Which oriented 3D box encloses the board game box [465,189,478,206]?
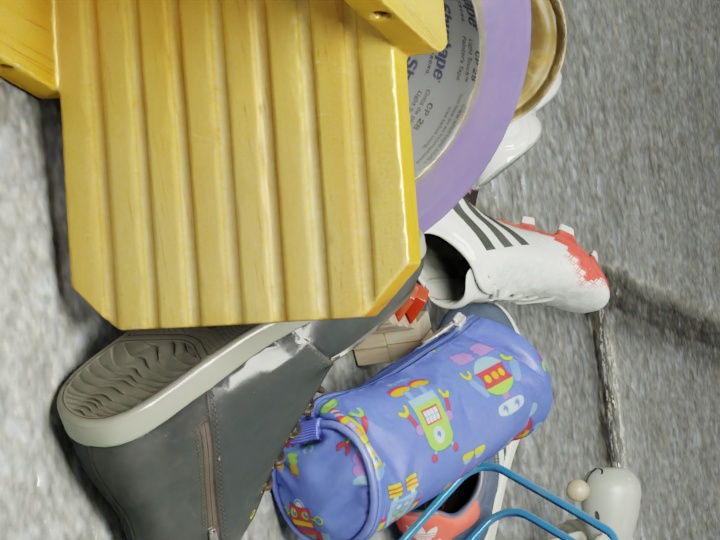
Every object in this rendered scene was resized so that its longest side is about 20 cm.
[{"bbox_3d":[0.036,-0.137,1.326,0.136,0.035,0.200,-75,148,-43],"label":"board game box"}]

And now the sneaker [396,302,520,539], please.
[{"bbox_3d":[0.062,0.092,1.256,0.085,0.075,0.200,60,31,-51],"label":"sneaker"}]

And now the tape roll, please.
[{"bbox_3d":[-0.015,-0.109,0.992,0.200,0.085,0.200,-19,124,-31],"label":"tape roll"}]

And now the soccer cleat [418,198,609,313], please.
[{"bbox_3d":[0.083,-0.003,1.288,0.200,0.069,0.085,29,54,-30],"label":"soccer cleat"}]

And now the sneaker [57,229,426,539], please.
[{"bbox_3d":[-0.047,0.055,0.943,0.200,0.075,0.106,-31,128,-22],"label":"sneaker"}]

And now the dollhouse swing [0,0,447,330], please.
[{"bbox_3d":[-0.082,-0.079,0.815,0.182,0.200,0.176,30,60,-62],"label":"dollhouse swing"}]

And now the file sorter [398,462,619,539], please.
[{"bbox_3d":[0.107,0.233,1.177,0.123,0.139,0.200,-45,133,-17],"label":"file sorter"}]

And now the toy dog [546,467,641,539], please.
[{"bbox_3d":[0.137,0.236,1.371,0.096,0.132,0.200,16,56,-24],"label":"toy dog"}]

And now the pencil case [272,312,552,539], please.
[{"bbox_3d":[0.031,0.087,1.124,0.200,0.078,0.087,-27,96,-50],"label":"pencil case"}]

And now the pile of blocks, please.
[{"bbox_3d":[0.000,0.000,1.158,0.200,0.062,0.082,34,52,-61],"label":"pile of blocks"}]

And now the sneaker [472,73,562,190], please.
[{"bbox_3d":[0.083,-0.123,1.299,0.080,0.070,0.200,47,20,-8],"label":"sneaker"}]

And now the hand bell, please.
[{"bbox_3d":[0.050,-0.151,1.186,0.200,0.104,0.104,-122,-163,-74],"label":"hand bell"}]
